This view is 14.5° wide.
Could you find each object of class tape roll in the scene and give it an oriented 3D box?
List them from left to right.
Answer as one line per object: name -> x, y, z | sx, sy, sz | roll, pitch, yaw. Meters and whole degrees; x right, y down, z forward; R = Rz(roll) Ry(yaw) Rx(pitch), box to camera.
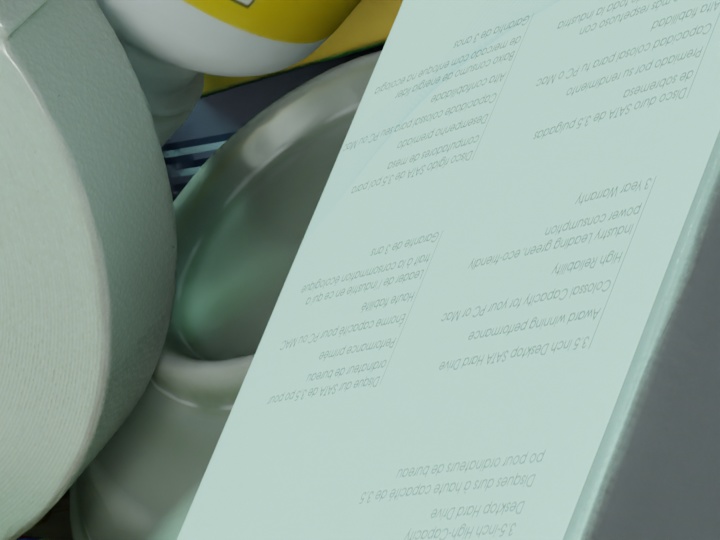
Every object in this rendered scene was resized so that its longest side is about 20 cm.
tape roll -> -0.137, -0.020, 0.651 | 0.202, 0.037, 0.203 | 14, 125, 20

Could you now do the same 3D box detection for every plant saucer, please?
plant saucer -> 0.000, 0.000, 0.680 | 0.200, 0.201, 0.050 | -26, 123, 24

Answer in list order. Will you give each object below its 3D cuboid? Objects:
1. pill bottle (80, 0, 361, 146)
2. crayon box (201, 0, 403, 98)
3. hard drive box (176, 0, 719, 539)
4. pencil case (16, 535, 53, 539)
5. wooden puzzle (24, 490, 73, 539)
pill bottle -> -0.024, -0.119, 0.641 | 0.112, 0.112, 0.200 | 45, 114, 5
crayon box -> -0.012, -0.158, 0.721 | 0.172, 0.058, 0.201 | -14, 98, 21
hard drive box -> 0.053, 0.001, 0.527 | 0.077, 0.156, 0.201 | 31, 70, -22
pencil case -> -0.100, 0.101, 0.725 | 0.199, 0.087, 0.078 | 8, 81, 3
wooden puzzle -> -0.166, 0.032, 0.775 | 0.184, 0.037, 0.200 | -14, 134, 23
